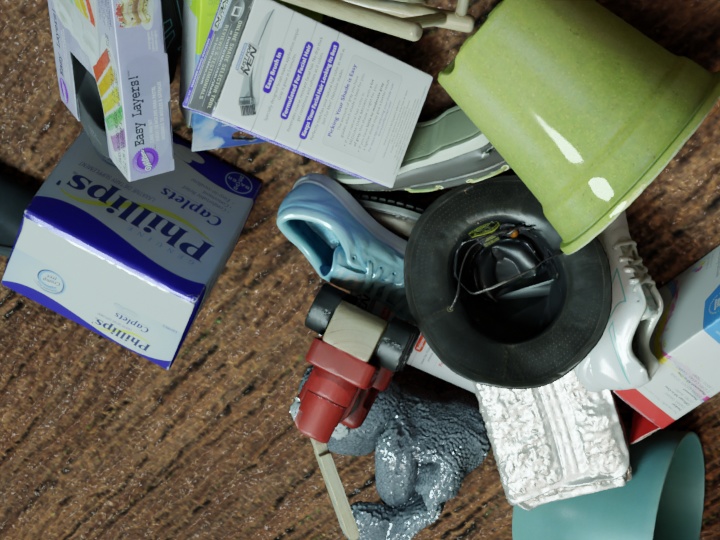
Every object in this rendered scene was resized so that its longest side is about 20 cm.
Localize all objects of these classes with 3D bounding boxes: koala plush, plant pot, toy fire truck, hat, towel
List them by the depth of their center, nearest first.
[{"bbox_3d":[0.172,-0.148,1.273,0.184,0.201,0.200,41,131,-1],"label":"plant pot"},{"bbox_3d":[0.137,0.017,1.392,0.199,0.202,0.081,7,168,14],"label":"hat"},{"bbox_3d":[-0.014,0.132,1.431,0.128,0.176,0.201,26,89,5],"label":"toy fire truck"},{"bbox_3d":[0.179,0.126,1.468,0.132,0.034,0.201,-17,95,16],"label":"towel"},{"bbox_3d":[0.251,0.252,1.565,0.160,0.201,0.202,8,131,26],"label":"plant pot"},{"bbox_3d":[0.018,0.157,1.584,0.200,0.178,0.184,41,126,-9],"label":"koala plush"}]

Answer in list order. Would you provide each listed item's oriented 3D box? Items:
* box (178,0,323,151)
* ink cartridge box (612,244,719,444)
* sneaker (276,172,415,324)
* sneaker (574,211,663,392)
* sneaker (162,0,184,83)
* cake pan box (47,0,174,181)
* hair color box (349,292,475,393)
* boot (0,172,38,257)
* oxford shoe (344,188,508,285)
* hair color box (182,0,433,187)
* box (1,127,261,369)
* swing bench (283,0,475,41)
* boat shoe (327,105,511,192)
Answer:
[{"bbox_3d":[-0.098,-0.206,1.362,0.121,0.048,0.201,-9,134,-20],"label":"box"},{"bbox_3d":[0.307,0.066,1.434,0.067,0.117,0.200,37,130,-14],"label":"ink cartridge box"},{"bbox_3d":[0.000,0.000,1.420,0.200,0.082,0.074,38,134,1],"label":"sneaker"},{"bbox_3d":[0.240,0.011,1.393,0.080,0.070,0.202,-3,92,48],"label":"sneaker"},{"bbox_3d":[-0.165,-0.237,1.379,0.079,0.076,0.201,4,143,-8],"label":"sneaker"},{"bbox_3d":[-0.228,-0.202,1.363,0.052,0.184,0.201,-17,129,-22],"label":"cake pan box"},{"bbox_3d":[0.084,0.052,1.539,0.199,0.061,0.102,23,132,-2],"label":"hair color box"},{"bbox_3d":[-0.393,-0.103,1.568,0.199,0.077,0.169,9,135,20],"label":"boot"},{"bbox_3d":[0.053,-0.023,1.462,0.199,0.073,0.085,21,100,5],"label":"oxford shoe"},{"bbox_3d":[-0.043,-0.156,1.323,0.199,0.110,0.065,20,-179,-37],"label":"hair color box"},{"bbox_3d":[-0.218,-0.038,1.478,0.183,0.201,0.105,27,131,-4],"label":"box"},{"bbox_3d":[-0.003,-0.300,1.183,0.199,0.130,0.201,18,108,21],"label":"swing bench"},{"bbox_3d":[0.057,-0.102,1.410,0.200,0.072,0.061,-10,139,40],"label":"boat shoe"}]
